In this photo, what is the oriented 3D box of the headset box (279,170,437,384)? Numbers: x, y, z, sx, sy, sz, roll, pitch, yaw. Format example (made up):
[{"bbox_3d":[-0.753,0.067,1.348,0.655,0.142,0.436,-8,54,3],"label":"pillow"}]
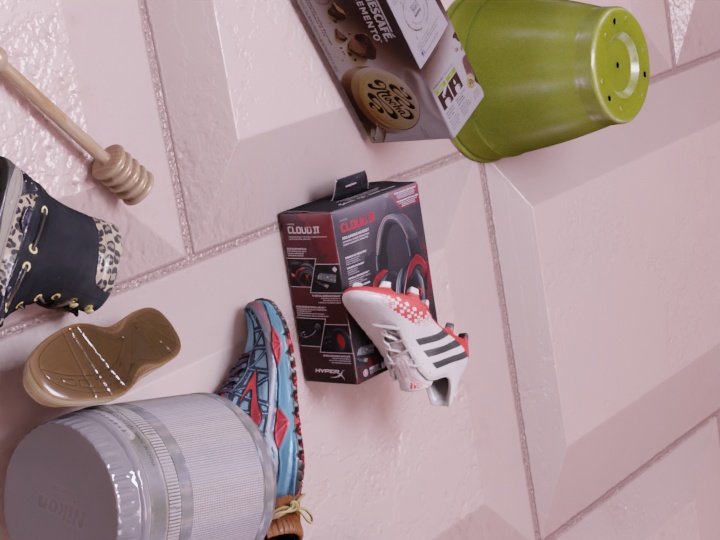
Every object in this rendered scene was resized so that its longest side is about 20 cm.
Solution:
[{"bbox_3d":[0.000,0.000,1.743,0.148,0.075,0.201,-21,107,-48],"label":"headset box"}]

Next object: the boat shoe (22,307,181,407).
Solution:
[{"bbox_3d":[-0.229,0.083,1.438,0.072,0.065,0.200,57,26,3],"label":"boat shoe"}]

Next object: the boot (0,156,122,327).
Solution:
[{"bbox_3d":[-0.278,0.025,1.400,0.154,0.073,0.205,29,69,-51],"label":"boot"}]

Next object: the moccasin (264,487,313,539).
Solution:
[{"bbox_3d":[-0.084,0.250,1.636,0.074,0.077,0.203,29,68,-47],"label":"moccasin"}]

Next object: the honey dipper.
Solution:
[{"bbox_3d":[-0.256,-0.128,1.459,0.200,0.038,0.038,44,57,-37],"label":"honey dipper"}]

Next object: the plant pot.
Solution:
[{"bbox_3d":[0.218,-0.226,1.922,0.200,0.192,0.202,-1,92,-51],"label":"plant pot"}]

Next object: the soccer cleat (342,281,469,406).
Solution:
[{"bbox_3d":[0.046,0.074,1.691,0.200,0.068,0.086,36,60,-50],"label":"soccer cleat"}]

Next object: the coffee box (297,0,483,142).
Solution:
[{"bbox_3d":[0.030,-0.236,1.739,0.080,0.113,0.201,-55,130,-36],"label":"coffee box"}]

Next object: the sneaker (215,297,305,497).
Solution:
[{"bbox_3d":[-0.106,0.118,1.605,0.079,0.095,0.201,97,-12,-63],"label":"sneaker"}]

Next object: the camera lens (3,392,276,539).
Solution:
[{"bbox_3d":[-0.183,0.191,1.447,0.199,0.159,0.161,-3,92,-51],"label":"camera lens"}]
